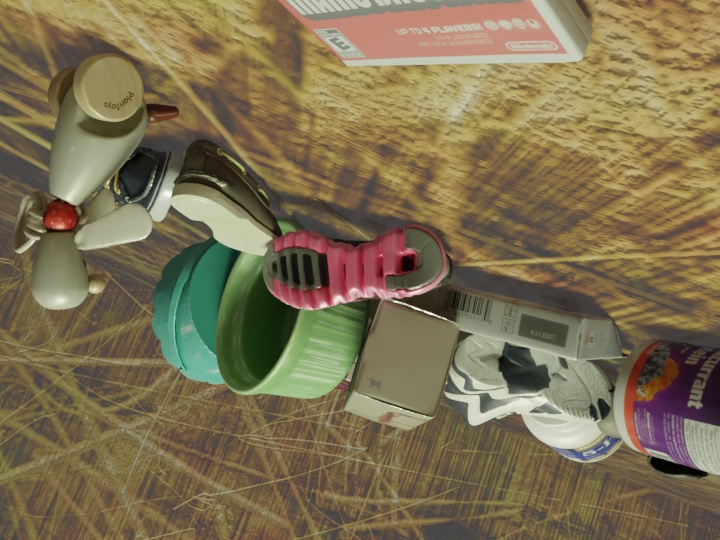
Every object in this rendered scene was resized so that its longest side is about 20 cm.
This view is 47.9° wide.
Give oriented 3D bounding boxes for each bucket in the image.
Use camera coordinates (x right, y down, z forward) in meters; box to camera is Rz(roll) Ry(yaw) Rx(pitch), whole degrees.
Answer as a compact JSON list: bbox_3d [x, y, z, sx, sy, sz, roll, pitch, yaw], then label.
[{"bbox_3d":[-0.166,0.046,1.071,0.206,0.209,0.134,26,159,-25],"label":"bucket"}]

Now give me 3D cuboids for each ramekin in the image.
[{"bbox_3d":[-0.077,0.050,0.929,0.097,0.202,0.199,19,172,-33],"label":"ramekin"}]

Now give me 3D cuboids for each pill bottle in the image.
[{"bbox_3d":[0.337,0.128,0.715,0.111,0.112,0.199,29,167,-35],"label":"pill bottle"},{"bbox_3d":[0.272,0.174,1.045,0.119,0.121,0.200,15,168,31],"label":"pill bottle"}]

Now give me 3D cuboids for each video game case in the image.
[{"bbox_3d":[-0.012,-0.142,0.316,0.142,0.018,0.200,12,166,42],"label":"video game case"}]

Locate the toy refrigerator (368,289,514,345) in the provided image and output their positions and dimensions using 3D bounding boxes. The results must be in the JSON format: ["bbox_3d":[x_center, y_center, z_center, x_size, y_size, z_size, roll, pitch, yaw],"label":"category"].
[{"bbox_3d":[0.101,0.062,0.972,0.199,0.071,0.076,27,161,-33],"label":"toy refrigerator"}]

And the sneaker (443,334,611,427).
[{"bbox_3d":[0.174,0.137,0.926,0.197,0.080,0.130,11,156,-18],"label":"sneaker"}]

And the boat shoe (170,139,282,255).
[{"bbox_3d":[-0.122,-0.064,0.806,0.071,0.061,0.202,3,165,16],"label":"boat shoe"}]

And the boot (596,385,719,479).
[{"bbox_3d":[0.325,0.169,0.854,0.199,0.068,0.130,-8,-168,39],"label":"boot"}]

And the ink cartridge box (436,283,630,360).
[{"bbox_3d":[0.197,0.055,0.865,0.162,0.058,0.199,13,-173,37],"label":"ink cartridge box"}]

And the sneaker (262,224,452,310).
[{"bbox_3d":[0.000,0.000,0.796,0.198,0.080,0.095,0,177,24],"label":"sneaker"}]

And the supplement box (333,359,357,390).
[{"bbox_3d":[-0.046,0.122,1.116,0.108,0.061,0.200,25,167,-20],"label":"supplement box"}]

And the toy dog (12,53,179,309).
[{"bbox_3d":[-0.202,-0.074,0.648,0.096,0.201,0.132,8,-156,-36],"label":"toy dog"}]

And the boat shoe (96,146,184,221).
[{"bbox_3d":[-0.246,-0.098,0.837,0.090,0.071,0.200,22,172,-26],"label":"boat shoe"}]

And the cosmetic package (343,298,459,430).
[{"bbox_3d":[0.039,0.108,0.875,0.086,0.104,0.200,18,166,1],"label":"cosmetic package"}]
